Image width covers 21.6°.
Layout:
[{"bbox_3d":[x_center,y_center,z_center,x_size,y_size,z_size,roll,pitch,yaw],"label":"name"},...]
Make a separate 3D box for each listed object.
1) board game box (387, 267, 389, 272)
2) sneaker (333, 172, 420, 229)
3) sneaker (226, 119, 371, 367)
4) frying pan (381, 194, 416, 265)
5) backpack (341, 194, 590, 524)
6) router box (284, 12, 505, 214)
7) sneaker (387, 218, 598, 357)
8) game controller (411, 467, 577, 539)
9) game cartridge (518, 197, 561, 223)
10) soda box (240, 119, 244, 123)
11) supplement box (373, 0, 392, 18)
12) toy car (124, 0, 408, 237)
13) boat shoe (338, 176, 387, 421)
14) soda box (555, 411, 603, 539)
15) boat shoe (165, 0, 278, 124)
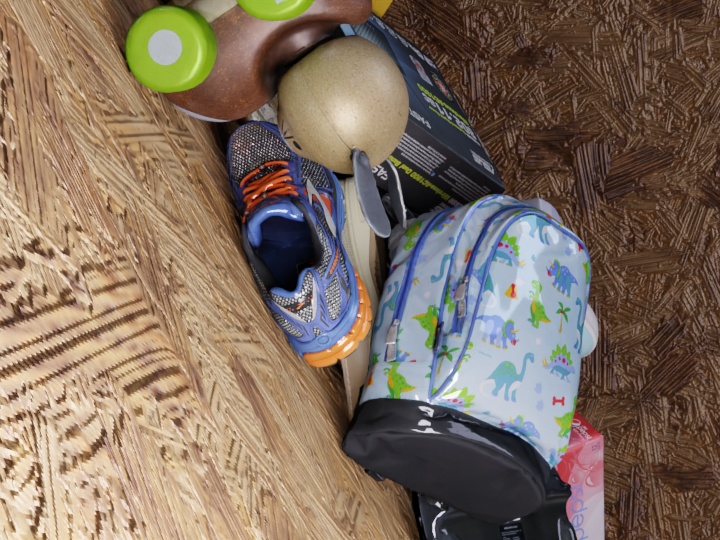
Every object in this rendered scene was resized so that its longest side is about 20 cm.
[{"bbox_3d":[0.000,0.000,1.479,0.200,0.032,0.120,44,2,-1],"label":"board game box"},{"bbox_3d":[0.019,-0.077,1.563,0.199,0.060,0.104,24,28,-40],"label":"sneaker"},{"bbox_3d":[-0.048,-0.033,1.269,0.078,0.075,0.200,51,11,-51],"label":"sneaker"},{"bbox_3d":[0.064,-0.007,1.474,0.114,0.031,0.190,24,-7,4],"label":"frying pan"},{"bbox_3d":[0.082,0.048,1.302,0.163,0.153,0.201,30,47,-32],"label":"backpack"},{"bbox_3d":[0.016,-0.131,1.457,0.200,0.062,0.150,29,30,-52],"label":"router box"},{"bbox_3d":[0.099,0.039,1.432,0.199,0.074,0.082,25,50,-26],"label":"sneaker"},{"bbox_3d":[0.104,0.195,1.405,0.200,0.042,0.105,4,79,-55],"label":"game controller"},{"bbox_3d":[0.102,0.039,1.564,0.040,0.133,0.201,30,65,-33],"label":"game cartridge"},{"bbox_3d":[-0.077,-0.158,1.633,0.070,0.063,0.200,62,5,14],"label":"soda box"},{"bbox_3d":[-0.076,-0.301,1.544,0.199,0.133,0.198,25,25,-27],"label":"supplement box"},{"bbox_3d":[-0.033,-0.107,1.235,0.201,0.157,0.164,58,14,0],"label":"toy car"},{"bbox_3d":[-0.012,0.028,1.364,0.072,0.065,0.201,65,18,-68],"label":"boat shoe"},{"bbox_3d":[0.169,0.218,1.641,0.063,0.070,0.201,45,-33,52],"label":"soda box"},{"bbox_3d":[-0.076,-0.146,1.483,0.200,0.063,0.073,52,0,-37],"label":"boat shoe"}]
